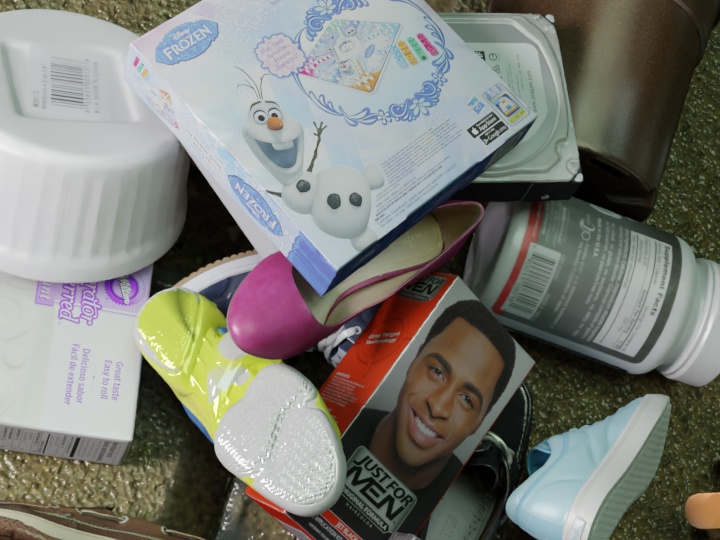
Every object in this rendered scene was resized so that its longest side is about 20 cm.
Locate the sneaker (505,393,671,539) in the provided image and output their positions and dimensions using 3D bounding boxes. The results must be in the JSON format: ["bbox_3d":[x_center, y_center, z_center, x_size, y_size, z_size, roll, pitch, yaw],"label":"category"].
[{"bbox_3d":[0.169,0.135,1.066,0.081,0.074,0.200,19,26,24],"label":"sneaker"}]

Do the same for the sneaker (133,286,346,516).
[{"bbox_3d":[-0.070,0.095,0.964,0.076,0.105,0.200,-37,60,-9],"label":"sneaker"}]

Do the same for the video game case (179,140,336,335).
[{"bbox_3d":[-0.037,-0.078,1.036,0.201,0.023,0.182,55,40,-9],"label":"video game case"}]

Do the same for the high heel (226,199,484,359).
[{"bbox_3d":[0.000,0.000,0.941,0.199,0.096,0.068,-20,85,-50],"label":"high heel"}]

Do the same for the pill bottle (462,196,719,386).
[{"bbox_3d":[0.188,0.012,1.121,0.199,0.114,0.115,20,61,-10],"label":"pill bottle"}]

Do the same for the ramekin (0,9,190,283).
[{"bbox_3d":[-0.209,-0.094,1.006,0.199,0.098,0.201,13,40,-11],"label":"ramekin"}]

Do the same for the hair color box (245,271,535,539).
[{"bbox_3d":[0.023,0.107,1.000,0.102,0.061,0.201,45,72,-28],"label":"hair color box"}]

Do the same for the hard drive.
[{"bbox_3d":[0.051,-0.117,1.027,0.198,0.038,0.141,-1,67,-11],"label":"hard drive"}]

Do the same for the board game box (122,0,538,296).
[{"bbox_3d":[-0.018,-0.115,0.956,0.200,0.043,0.199,-37,79,-30],"label":"board game box"}]

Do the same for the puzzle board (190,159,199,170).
[{"bbox_3d":[-0.041,-0.116,1.143,0.150,0.017,0.200,38,56,13],"label":"puzzle board"}]

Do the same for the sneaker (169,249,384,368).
[{"bbox_3d":[-0.045,0.041,1.052,0.199,0.070,0.109,-14,69,-27],"label":"sneaker"}]

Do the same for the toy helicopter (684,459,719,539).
[{"bbox_3d":[0.323,0.147,1.052,0.132,0.200,0.079,-15,70,-43],"label":"toy helicopter"}]

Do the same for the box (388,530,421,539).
[{"bbox_3d":[0.064,0.292,0.945,0.199,0.048,0.159,35,75,-8],"label":"box"}]

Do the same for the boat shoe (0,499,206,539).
[{"bbox_3d":[-0.181,0.187,0.946,0.201,0.075,0.075,18,26,-3],"label":"boat shoe"}]

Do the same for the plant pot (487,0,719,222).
[{"bbox_3d":[0.178,-0.150,1.159,0.199,0.200,0.200,20,68,-9],"label":"plant pot"}]

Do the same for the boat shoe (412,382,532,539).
[{"bbox_3d":[0.080,0.151,1.046,0.074,0.060,0.200,36,60,-2],"label":"boat shoe"}]

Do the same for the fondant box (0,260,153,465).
[{"bbox_3d":[-0.249,0.044,0.987,0.198,0.058,0.145,11,62,-15],"label":"fondant box"}]
